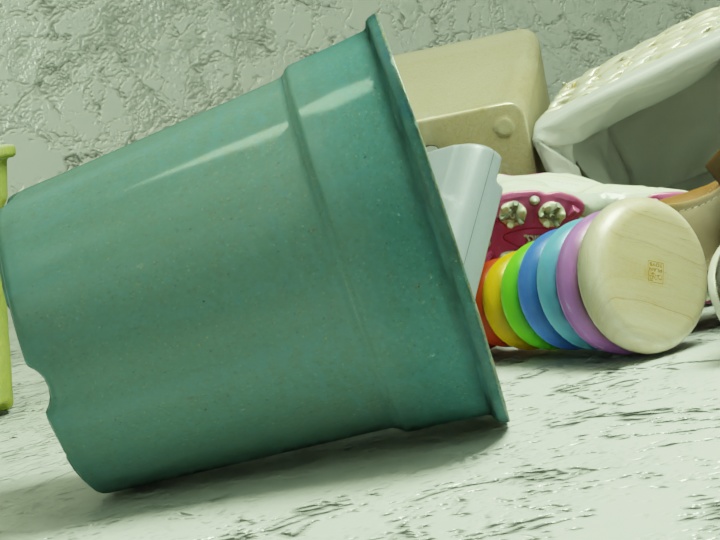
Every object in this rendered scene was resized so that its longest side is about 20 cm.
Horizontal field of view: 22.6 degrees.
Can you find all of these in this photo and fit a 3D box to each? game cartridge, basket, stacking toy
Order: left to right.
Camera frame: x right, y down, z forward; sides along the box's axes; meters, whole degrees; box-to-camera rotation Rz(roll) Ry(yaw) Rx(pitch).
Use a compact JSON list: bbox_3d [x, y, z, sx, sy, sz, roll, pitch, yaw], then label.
[{"bbox_3d":[0.000,0.000,1.114,0.042,0.133,0.200,34,-28,-30],"label":"game cartridge"},{"bbox_3d":[0.104,0.014,1.043,0.085,0.085,0.200,-13,0,-34],"label":"stacking toy"},{"bbox_3d":[0.235,-0.096,1.215,0.200,0.136,0.123,-25,14,21],"label":"basket"}]

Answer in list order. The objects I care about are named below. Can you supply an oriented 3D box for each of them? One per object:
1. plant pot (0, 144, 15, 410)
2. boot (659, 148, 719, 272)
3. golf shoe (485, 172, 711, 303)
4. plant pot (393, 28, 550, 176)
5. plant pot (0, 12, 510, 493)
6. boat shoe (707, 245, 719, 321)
[{"bbox_3d":[-0.322,0.020,1.250,0.200,0.184,0.200,-11,3,1],"label":"plant pot"},{"bbox_3d":[0.231,-0.020,1.078,0.155,0.077,0.200,4,-38,-40],"label":"boot"},{"bbox_3d":[0.164,-0.030,1.151,0.200,0.075,0.092,9,21,-9],"label":"golf shoe"},{"bbox_3d":[0.055,-0.051,1.284,0.200,0.200,0.177,-11,11,1],"label":"plant pot"},{"bbox_3d":[-0.053,0.006,0.847,0.196,0.200,0.200,-19,4,2],"label":"plant pot"},{"bbox_3d":[0.254,-0.008,0.950,0.200,0.067,0.057,-11,-13,-47],"label":"boat shoe"}]
